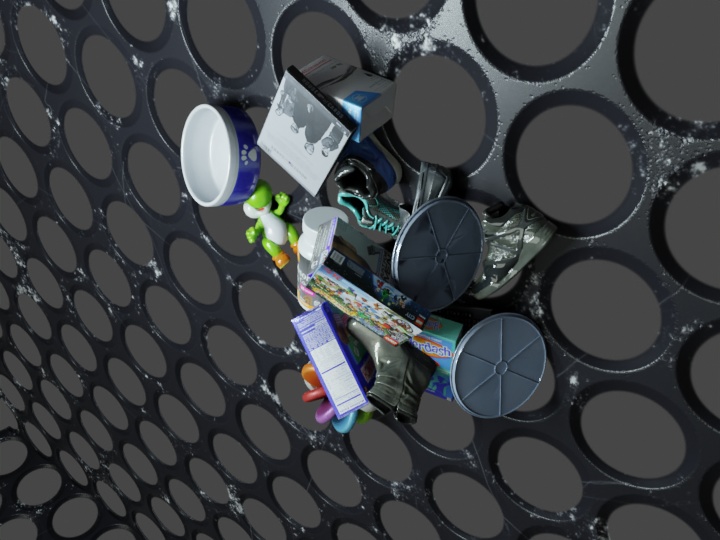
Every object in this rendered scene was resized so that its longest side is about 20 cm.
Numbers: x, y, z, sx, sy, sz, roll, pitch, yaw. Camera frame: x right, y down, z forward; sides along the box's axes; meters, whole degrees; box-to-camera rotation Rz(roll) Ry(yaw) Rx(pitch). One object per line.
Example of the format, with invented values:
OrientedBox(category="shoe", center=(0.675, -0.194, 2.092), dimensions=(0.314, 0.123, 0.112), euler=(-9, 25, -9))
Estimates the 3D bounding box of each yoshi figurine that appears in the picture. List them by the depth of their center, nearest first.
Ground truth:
OrientedBox(category="yoshi figurine", center=(-0.193, -0.112, 1.508), dimensions=(0.111, 0.112, 0.202), euler=(-33, 93, 31))

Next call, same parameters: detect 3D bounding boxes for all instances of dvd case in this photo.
OrientedBox(category="dvd case", center=(-0.098, -0.234, 1.232), dimensions=(0.150, 0.025, 0.200), euler=(43, 146, 2))

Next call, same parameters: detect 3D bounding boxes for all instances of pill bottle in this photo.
OrientedBox(category="pill bottle", center=(-0.073, -0.019, 1.454), dimensions=(0.115, 0.116, 0.204), euler=(23, 131, 25))

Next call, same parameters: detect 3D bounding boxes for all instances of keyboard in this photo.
OrientedBox(category="keyboard", center=(0.164, 0.076, 1.350), dimensions=(0.197, 0.020, 0.131), euler=(5, 88, 40))

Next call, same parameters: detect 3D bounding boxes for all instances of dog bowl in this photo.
OrientedBox(category="dog bowl", center=(-0.289, -0.235, 1.462), dimensions=(0.198, 0.078, 0.206), euler=(8, 101, 48))

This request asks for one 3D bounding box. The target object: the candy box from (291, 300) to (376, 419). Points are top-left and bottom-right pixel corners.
OrientedBox(category="candy box", center=(-0.035, 0.157, 1.358), dimensions=(0.076, 0.169, 0.204), euler=(-26, 90, 14))

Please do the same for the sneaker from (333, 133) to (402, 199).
OrientedBox(category="sneaker", center=(-0.024, -0.211, 1.284), dimensions=(0.200, 0.111, 0.077), euler=(46, 137, 4))

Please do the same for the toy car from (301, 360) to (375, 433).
OrientedBox(category="toy car", center=(-0.057, 0.280, 1.620), dimensions=(0.202, 0.150, 0.174), euler=(53, 137, -4))

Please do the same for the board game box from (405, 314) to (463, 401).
OrientedBox(category="board game box", center=(0.116, 0.156, 1.356), dimensions=(0.149, 0.045, 0.203), euler=(17, 142, 20))

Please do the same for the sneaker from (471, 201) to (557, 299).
OrientedBox(category="sneaker", center=(0.235, -0.041, 1.214), dimensions=(0.114, 0.076, 0.200), euler=(44, 134, 9))

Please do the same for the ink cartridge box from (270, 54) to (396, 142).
OrientedBox(category="ink cartridge box", center=(-0.050, -0.308, 1.235), dimensions=(0.197, 0.116, 0.069), euler=(26, 136, 23))

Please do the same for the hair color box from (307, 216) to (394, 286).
OrientedBox(category="hair color box", center=(0.000, 0.000, 1.348), dimensions=(0.198, 0.112, 0.064), euler=(31, 146, -31))

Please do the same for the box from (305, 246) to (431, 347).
OrientedBox(category="box", center=(0.010, 0.050, 1.212), dimensions=(0.198, 0.038, 0.137), euler=(34, 156, -5))

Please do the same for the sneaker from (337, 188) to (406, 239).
OrientedBox(category="sneaker", center=(0.035, -0.099, 1.327), dimensions=(0.199, 0.091, 0.078), euler=(40, 137, 10))

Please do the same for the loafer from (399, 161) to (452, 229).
OrientedBox(category="loafer", center=(0.098, -0.094, 1.257), dimensions=(0.069, 0.068, 0.204), euler=(22, 109, 0))

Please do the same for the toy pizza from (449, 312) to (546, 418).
OrientedBox(category="toy pizza", center=(0.247, 0.170, 1.287), dimensions=(0.032, 0.196, 0.204), euler=(-139, 28, -65))

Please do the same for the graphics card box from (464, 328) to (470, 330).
OrientedBox(category="graphics card box", center=(0.206, 0.153, 1.386), dimensions=(0.197, 0.051, 0.128), euler=(-1, 117, 39))

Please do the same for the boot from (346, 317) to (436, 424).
OrientedBox(category="boot", center=(0.041, 0.179, 1.286), dimensions=(0.198, 0.132, 0.068), euler=(34, 145, -4))

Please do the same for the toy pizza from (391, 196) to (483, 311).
OrientedBox(category="toy pizza", center=(0.130, -0.029, 1.224), dimensions=(0.032, 0.197, 0.204), euler=(29, 138, 52))
